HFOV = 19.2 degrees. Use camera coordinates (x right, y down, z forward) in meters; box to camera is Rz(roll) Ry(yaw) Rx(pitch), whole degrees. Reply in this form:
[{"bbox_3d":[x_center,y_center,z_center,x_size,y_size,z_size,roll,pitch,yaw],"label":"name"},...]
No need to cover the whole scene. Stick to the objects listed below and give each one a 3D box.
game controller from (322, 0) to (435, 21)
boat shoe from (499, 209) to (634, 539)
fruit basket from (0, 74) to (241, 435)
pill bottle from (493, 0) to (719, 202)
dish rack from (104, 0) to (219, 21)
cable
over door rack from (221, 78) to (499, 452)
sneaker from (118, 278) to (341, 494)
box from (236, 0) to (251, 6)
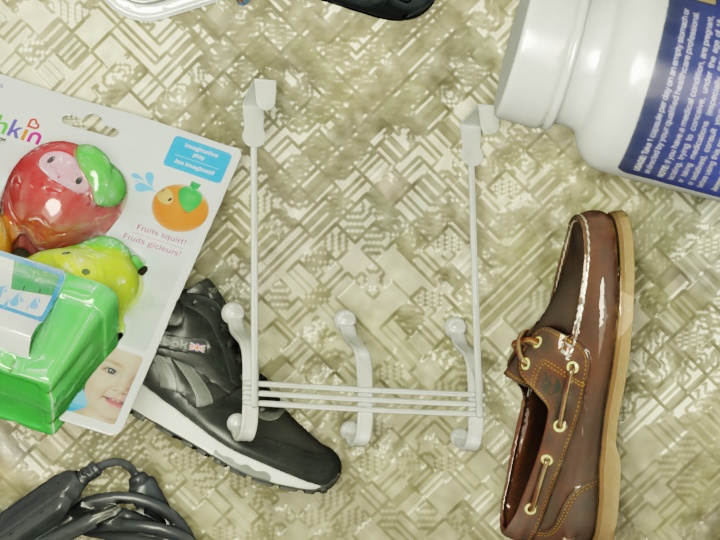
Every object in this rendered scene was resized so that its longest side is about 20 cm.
[{"bbox_3d":[0.015,-0.242,1.179,0.104,0.042,0.200,15,85,-6],"label":"game controller"},{"bbox_3d":[0.118,0.063,1.224,0.070,0.070,0.200,3,98,-4],"label":"boat shoe"},{"bbox_3d":[-0.183,-0.020,1.172,0.185,0.094,0.200,18,64,5],"label":"fruit basket"},{"bbox_3d":[0.181,-0.103,1.176,0.200,0.120,0.120,15,98,-2],"label":"pill bottle"},{"bbox_3d":[-0.093,-0.254,1.198,0.171,0.044,0.200,-17,97,3],"label":"dish rack"},{"bbox_3d":[-0.173,0.212,1.265,0.200,0.051,0.163,-37,104,9],"label":"cable"},{"bbox_3d":[0.000,0.000,1.209,0.148,0.067,0.200,4,85,-17],"label":"over door rack"},{"bbox_3d":[-0.089,0.054,1.227,0.200,0.076,0.088,29,91,-3],"label":"sneaker"},{"bbox_3d":[-0.081,-0.263,1.064,0.122,0.193,0.200,-36,84,0],"label":"box"}]
